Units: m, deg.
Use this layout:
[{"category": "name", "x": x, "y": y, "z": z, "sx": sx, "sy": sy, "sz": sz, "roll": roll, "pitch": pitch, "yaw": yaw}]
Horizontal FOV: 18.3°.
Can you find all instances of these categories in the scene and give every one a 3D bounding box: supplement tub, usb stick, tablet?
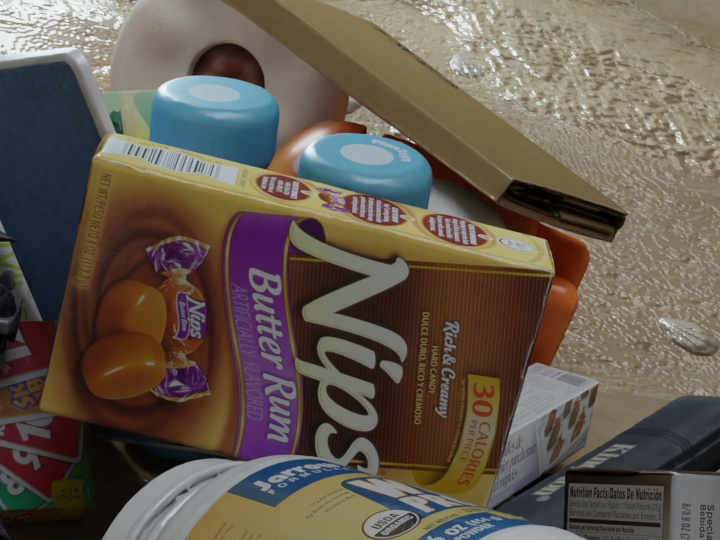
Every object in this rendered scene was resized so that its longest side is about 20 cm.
[{"category": "supplement tub", "x": -0.002, "y": 0.153, "z": 0.877, "sx": 0.145, "sy": 0.145, "sz": 0.200, "roll": -13, "pitch": 18, "yaw": -43}, {"category": "usb stick", "x": 0.118, "y": 0.108, "z": 1.088, "sx": 0.055, "sy": 0.033, "sz": 0.200, "roll": 11, "pitch": 27, "yaw": 44}, {"category": "tablet", "x": -0.125, "y": -0.007, "z": 1.034, "sx": 0.014, "sy": 0.200, "sz": 0.130, "roll": -31, "pitch": 19, "yaw": -33}]

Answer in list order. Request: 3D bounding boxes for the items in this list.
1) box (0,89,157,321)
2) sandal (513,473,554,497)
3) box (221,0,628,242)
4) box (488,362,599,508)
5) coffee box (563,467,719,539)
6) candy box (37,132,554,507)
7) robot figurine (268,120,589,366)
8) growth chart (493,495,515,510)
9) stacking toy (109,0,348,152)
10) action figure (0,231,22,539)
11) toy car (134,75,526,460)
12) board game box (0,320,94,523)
[{"category": "box", "x": -0.171, "y": -0.014, "z": 1.107, "sx": 0.200, "sy": 0.144, "sz": 0.036, "roll": -7, "pitch": 2, "yaw": -38}, {"category": "sandal", "x": 0.151, "y": 0.122, "z": 1.155, "sx": 0.200, "sy": 0.045, "sz": 0.075, "roll": 2, "pitch": 36, "yaw": -18}, {"category": "box", "x": 0.035, "y": -0.086, "z": 1.178, "sx": 0.200, "sy": 0.021, "sz": 0.163, "roll": 40, "pitch": 13, "yaw": 25}, {"category": "box", "x": 0.071, "y": 0.083, "z": 1.110, "sx": 0.041, "sy": 0.039, "sz": 0.200, "roll": 15, "pitch": 12, "yaw": 19}, {"category": "coffee box", "x": 0.147, "y": 0.183, "z": 0.911, "sx": 0.114, "sy": 0.200, "sz": 0.080, "roll": 7, "pitch": -7, "yaw": -28}, {"category": "candy box", "x": -0.028, "y": 0.022, "z": 0.960, "sx": 0.200, "sy": 0.117, "sz": 0.056, "roll": 13, "pitch": 17, "yaw": -4}, {"category": "robot figurine", "x": 0.022, "y": -0.011, "z": 1.228, "sx": 0.200, "sy": 0.144, "sz": 0.117, "roll": 21, "pitch": -12, "yaw": 1}, {"category": "growth chart", "x": 0.015, "y": 0.145, "z": 1.057, "sx": 0.145, "sy": 0.018, "sz": 0.200, "roll": 27, "pitch": 37, "yaw": 22}, {"category": "stacking toy", "x": -0.056, "y": -0.118, "z": 1.378, "sx": 0.146, "sy": 0.146, "sz": 0.200, "roll": 27, "pitch": 12, "yaw": 11}, {"category": "action figure", "x": -0.207, "y": 0.042, "z": 0.978, "sx": 0.130, "sy": 0.069, "sz": 0.200, "roll": 0, "pitch": 62, "yaw": -21}, {"category": "toy car", "x": 0.000, "y": 0.000, "z": 1.108, "sx": 0.177, "sy": 0.184, "sz": 0.200, "roll": 24, "pitch": 27, "yaw": 33}, {"category": "board game box", "x": -0.223, "y": 0.069, "z": 1.010, "sx": 0.200, "sy": 0.030, "sz": 0.096, "roll": 0, "pitch": 66, "yaw": -27}]
